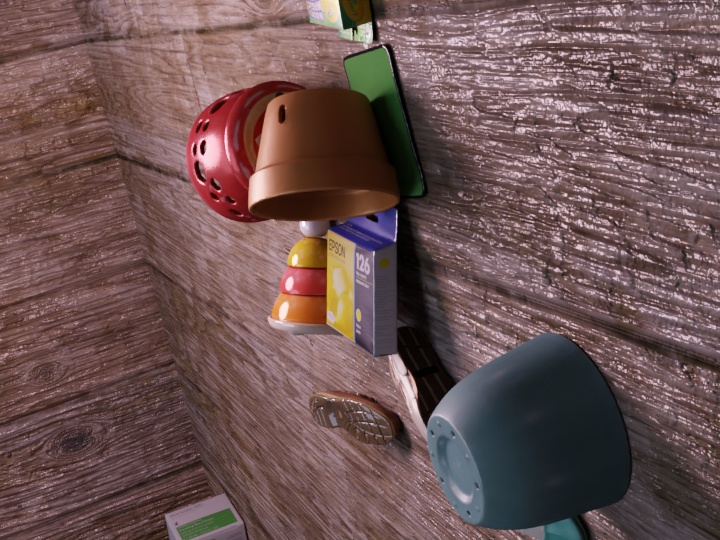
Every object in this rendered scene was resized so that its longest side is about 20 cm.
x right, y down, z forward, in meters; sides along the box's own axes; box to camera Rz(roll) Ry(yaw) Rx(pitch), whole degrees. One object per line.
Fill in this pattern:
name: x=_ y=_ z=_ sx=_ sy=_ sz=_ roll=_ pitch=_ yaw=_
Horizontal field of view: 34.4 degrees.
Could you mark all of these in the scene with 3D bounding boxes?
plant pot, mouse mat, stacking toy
plant pot: x=0.169 y=0.190 z=1.269 sx=0.201 sy=0.160 sz=0.202 roll=53 pitch=154 yaw=41
plant pot: x=-0.052 y=-0.152 z=1.524 sx=0.200 sy=0.198 sz=0.141 roll=150 pitch=116 yaw=-70
mouse mat: x=0.030 y=-0.191 z=1.532 sx=0.161 sy=0.007 sz=0.202 roll=9 pitch=117 yaw=68
stacking toy: x=-0.070 y=-0.001 z=1.848 sx=0.146 sy=0.145 sz=0.202 roll=-165 pitch=78 yaw=-67
plant pot: x=-0.139 y=-0.176 z=1.726 sx=0.182 sy=0.199 sz=0.202 roll=-3 pitch=105 yaw=63

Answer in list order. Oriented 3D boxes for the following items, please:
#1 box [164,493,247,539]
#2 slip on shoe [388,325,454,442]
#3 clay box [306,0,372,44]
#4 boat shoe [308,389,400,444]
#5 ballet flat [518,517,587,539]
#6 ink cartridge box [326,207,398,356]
box: x=-0.438 y=0.796 z=3.375 sx=0.171 sy=0.197 sz=0.202 roll=39 pitch=141 yaw=57
slip on shoe: x=0.086 y=0.171 z=1.597 sx=0.201 sy=0.075 sz=0.061 roll=62 pitch=151 yaw=33
clay box: x=-0.039 y=-0.387 z=1.480 sx=0.115 sy=0.047 sz=0.202 roll=33 pitch=136 yaw=61
boat shoe: x=-0.001 y=0.230 z=1.903 sx=0.199 sy=0.067 sz=0.073 roll=10 pitch=115 yaw=49
ballet flat: x=0.192 y=0.277 z=1.417 sx=0.200 sy=0.070 sz=0.068 roll=50 pitch=151 yaw=45
ink cartridge box: x=0.000 y=0.000 z=1.647 sx=0.197 sy=0.047 sz=0.202 roll=-151 pitch=58 yaw=-68
